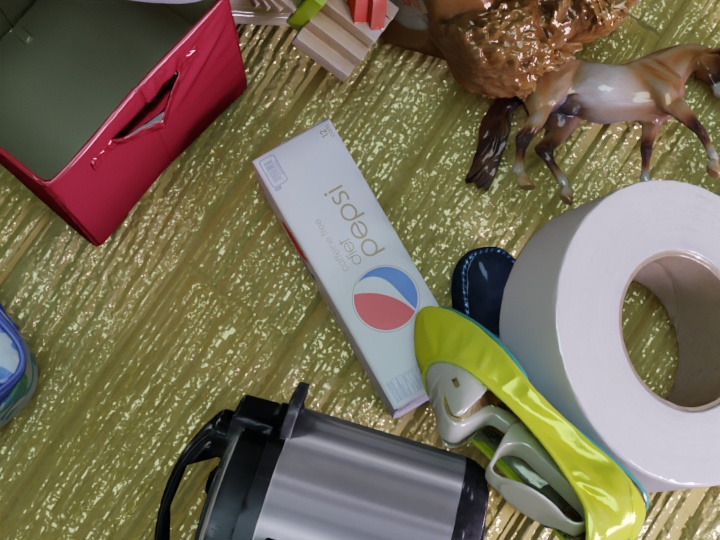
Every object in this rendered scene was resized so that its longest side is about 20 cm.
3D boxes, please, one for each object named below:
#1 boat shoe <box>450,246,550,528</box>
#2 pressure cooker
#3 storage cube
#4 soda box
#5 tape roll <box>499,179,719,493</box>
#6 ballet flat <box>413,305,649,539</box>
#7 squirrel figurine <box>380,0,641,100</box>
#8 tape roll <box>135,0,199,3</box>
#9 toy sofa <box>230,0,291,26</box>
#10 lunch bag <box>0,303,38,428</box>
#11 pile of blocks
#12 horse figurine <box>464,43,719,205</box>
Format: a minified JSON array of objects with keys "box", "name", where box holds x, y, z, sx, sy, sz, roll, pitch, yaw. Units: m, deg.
[{"box":[0.120,0.073,0.946,0.084,0.069,0.201,-23,79,-5],"name":"boat shoe"},{"box":[-0.032,0.179,0.874,0.199,0.179,0.176,17,66,3],"name":"pressure cooker"},{"box":[-0.198,-0.146,0.936,0.200,0.180,0.171,40,81,7],"name":"storage cube"},{"box":[0.000,0.000,0.962,0.064,0.068,0.200,-29,80,-6],"name":"soda box"},{"box":[0.193,0.046,0.913,0.202,0.071,0.203,7,75,-26],"name":"tape roll"},{"box":[0.088,0.098,0.849,0.067,0.067,0.200,-29,61,-34],"name":"ballet flat"},{"box":[0.112,-0.227,0.982,0.186,0.142,0.200,-36,72,-21],"name":"squirrel figurine"},{"box":[-0.131,-0.260,0.848,0.199,0.066,0.201,9,56,-14],"name":"tape roll"},{"box":[-0.088,-0.279,1.022,0.082,0.098,0.201,-3,77,-26],"name":"toy sofa"},{"box":[-0.329,0.045,0.949,0.161,0.082,0.200,-40,82,-10],"name":"lunch bag"},{"box":[-0.045,-0.229,0.939,0.082,0.062,0.200,-33,91,-28],"name":"pile of blocks"},{"box":[0.171,-0.109,0.985,0.199,0.050,0.133,-5,58,7],"name":"horse figurine"}]
